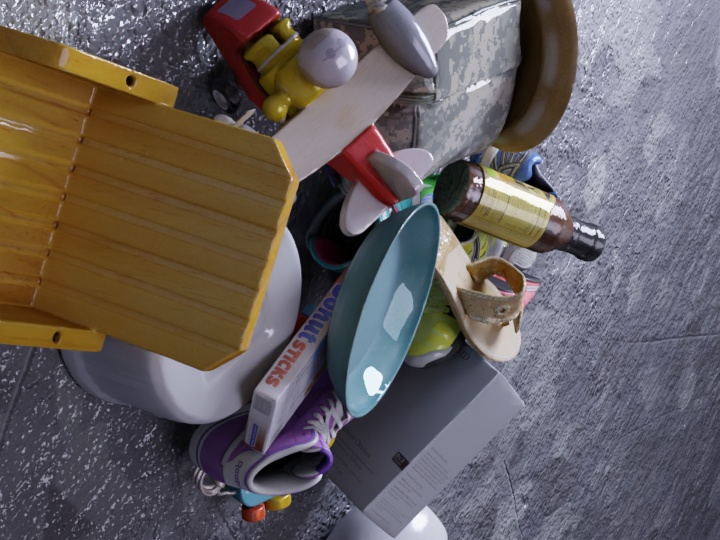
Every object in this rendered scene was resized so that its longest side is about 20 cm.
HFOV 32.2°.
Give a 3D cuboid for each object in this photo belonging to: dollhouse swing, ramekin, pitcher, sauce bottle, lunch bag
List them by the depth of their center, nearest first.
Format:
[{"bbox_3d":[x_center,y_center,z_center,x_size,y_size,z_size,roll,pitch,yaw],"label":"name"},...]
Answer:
[{"bbox_3d":[-0.174,-0.036,0.837,0.182,0.175,0.201,13,96,-58],"label":"dollhouse swing"},{"bbox_3d":[-0.136,0.025,1.001,0.200,0.097,0.201,-32,131,-46],"label":"ramekin"},{"bbox_3d":[0.052,-0.162,1.148,0.200,0.139,0.168,-30,124,-48],"label":"lunch bag"},{"bbox_3d":[0.167,-0.055,1.280,0.199,0.065,0.065,20,90,-32],"label":"sauce bottle"},{"bbox_3d":[0.000,0.348,1.382,0.200,0.121,0.172,-43,160,-22],"label":"pitcher"}]

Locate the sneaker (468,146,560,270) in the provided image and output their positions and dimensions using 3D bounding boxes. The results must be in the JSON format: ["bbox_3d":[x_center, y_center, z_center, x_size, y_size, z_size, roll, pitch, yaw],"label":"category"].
[{"bbox_3d":[0.175,-0.062,1.367,0.077,0.085,0.200,-54,145,-25],"label":"sneaker"}]

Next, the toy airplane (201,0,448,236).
[{"bbox_3d":[-0.024,-0.128,0.964,0.141,0.198,0.201,113,-23,-66],"label":"toy airplane"}]

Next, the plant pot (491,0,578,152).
[{"bbox_3d":[0.138,-0.215,1.220,0.027,0.200,0.201,-6,113,-30],"label":"plant pot"}]

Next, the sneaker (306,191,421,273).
[{"bbox_3d":[0.000,0.000,1.208,0.121,0.083,0.201,-16,115,-56],"label":"sneaker"}]

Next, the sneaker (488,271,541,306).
[{"bbox_3d":[0.156,0.039,1.468,0.087,0.074,0.200,-67,167,12],"label":"sneaker"}]

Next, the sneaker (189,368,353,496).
[{"bbox_3d":[-0.040,0.145,1.114,0.200,0.114,0.073,-28,118,-35],"label":"sneaker"}]

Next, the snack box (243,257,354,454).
[{"bbox_3d":[-0.040,0.067,1.083,0.200,0.024,0.072,-53,164,-45],"label":"snack box"}]

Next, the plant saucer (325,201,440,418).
[{"bbox_3d":[0.016,0.030,1.100,0.200,0.036,0.200,-57,159,-36],"label":"plant saucer"}]

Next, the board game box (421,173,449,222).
[{"bbox_3d":[0.072,-0.002,1.359,0.153,0.040,0.201,-15,118,-53],"label":"board game box"}]

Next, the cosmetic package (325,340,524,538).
[{"bbox_3d":[0.058,0.162,1.298,0.200,0.113,0.081,-47,137,-3],"label":"cosmetic package"}]

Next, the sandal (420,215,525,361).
[{"bbox_3d":[0.126,0.017,1.224,0.212,0.069,0.078,48,47,-32],"label":"sandal"}]

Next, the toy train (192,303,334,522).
[{"bbox_3d":[-0.086,0.134,1.184,0.150,0.056,0.200,46,72,-39],"label":"toy train"}]

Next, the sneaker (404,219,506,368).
[{"bbox_3d":[0.084,0.010,1.289,0.076,0.075,0.200,58,47,-43],"label":"sneaker"}]
